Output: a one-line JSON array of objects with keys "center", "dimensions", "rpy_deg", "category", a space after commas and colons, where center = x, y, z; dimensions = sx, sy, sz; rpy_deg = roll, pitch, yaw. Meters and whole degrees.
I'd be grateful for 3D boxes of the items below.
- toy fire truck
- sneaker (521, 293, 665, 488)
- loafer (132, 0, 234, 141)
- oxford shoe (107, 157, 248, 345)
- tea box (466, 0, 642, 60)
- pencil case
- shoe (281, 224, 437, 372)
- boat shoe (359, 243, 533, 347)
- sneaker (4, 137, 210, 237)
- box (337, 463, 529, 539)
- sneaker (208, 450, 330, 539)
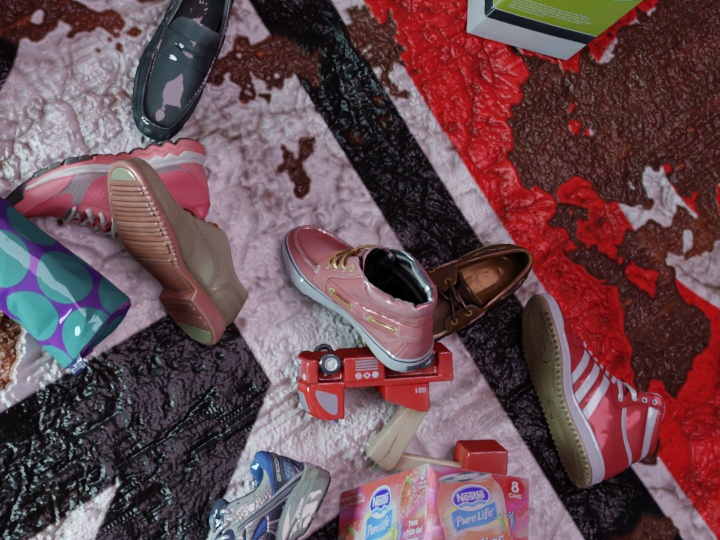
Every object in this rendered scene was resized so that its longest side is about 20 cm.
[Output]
[{"center": [0.040, 0.139, 1.368], "dimensions": [0.199, 0.049, 0.142], "rpy_deg": [-3, 99, -11], "category": "toy fire truck"}, {"center": [0.241, 0.111, 1.464], "dimensions": [0.112, 0.071, 0.201], "rpy_deg": [-16, 89, -23], "category": "sneaker"}, {"center": [-0.169, -0.220, 1.383], "dimensions": [0.068, 0.070, 0.201], "rpy_deg": [24, 66, -15], "category": "loafer"}, {"center": [-0.165, -0.029, 1.301], "dimensions": [0.074, 0.071, 0.201], "rpy_deg": [-48, 131, -33], "category": "oxford shoe"}, {"center": [0.217, -0.364, 1.526], "dimensions": [0.133, 0.197, 0.201], "rpy_deg": [12, 70, -20], "category": "tea box"}, {"center": [-0.303, 0.002, 1.249], "dimensions": [0.200, 0.092, 0.085], "rpy_deg": [40, 24, -7], "category": "pencil case"}, {"center": [0.000, 0.000, 1.335], "dimensions": [0.071, 0.091, 0.200], "rpy_deg": [-27, 55, -29], "category": "shoe"}, {"center": [0.088, 0.025, 1.421], "dimensions": [0.200, 0.068, 0.072], "rpy_deg": [-28, 90, -24], "category": "boat shoe"}, {"center": [-0.226, -0.063, 1.310], "dimensions": [0.199, 0.074, 0.087], "rpy_deg": [-15, 85, -25], "category": "sneaker"}, {"center": [0.060, 0.238, 1.273], "dimensions": [0.102, 0.200, 0.095], "rpy_deg": [12, 70, -20], "category": "box"}, {"center": [-0.105, 0.250, 1.278], "dimensions": [0.085, 0.077, 0.200], "rpy_deg": [29, 57, -3], "category": "sneaker"}]
